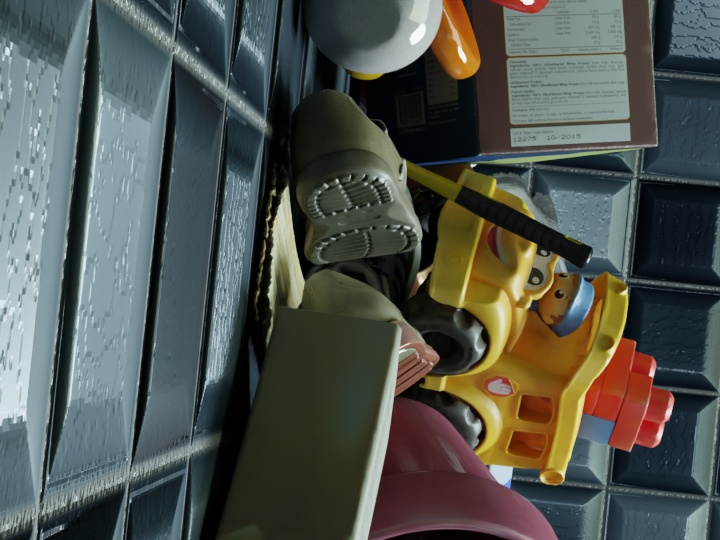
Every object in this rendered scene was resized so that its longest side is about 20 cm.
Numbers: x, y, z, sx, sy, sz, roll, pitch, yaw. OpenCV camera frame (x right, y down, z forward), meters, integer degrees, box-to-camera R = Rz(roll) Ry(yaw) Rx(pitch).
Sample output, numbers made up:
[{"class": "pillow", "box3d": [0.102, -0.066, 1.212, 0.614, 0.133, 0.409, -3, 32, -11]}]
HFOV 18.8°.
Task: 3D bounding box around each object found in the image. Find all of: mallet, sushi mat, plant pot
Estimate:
[{"class": "mallet", "box3d": [0.054, -0.051, 1.371, 0.041, 0.200, 0.066, -64, 173, 11]}, {"class": "sushi mat", "box3d": [-0.046, 0.017, 1.280, 0.200, 0.012, 0.096, 86, 11, -70]}, {"class": "plant pot", "box3d": [0.023, 0.181, 1.379, 0.179, 0.200, 0.200, -107, -163, -56]}]

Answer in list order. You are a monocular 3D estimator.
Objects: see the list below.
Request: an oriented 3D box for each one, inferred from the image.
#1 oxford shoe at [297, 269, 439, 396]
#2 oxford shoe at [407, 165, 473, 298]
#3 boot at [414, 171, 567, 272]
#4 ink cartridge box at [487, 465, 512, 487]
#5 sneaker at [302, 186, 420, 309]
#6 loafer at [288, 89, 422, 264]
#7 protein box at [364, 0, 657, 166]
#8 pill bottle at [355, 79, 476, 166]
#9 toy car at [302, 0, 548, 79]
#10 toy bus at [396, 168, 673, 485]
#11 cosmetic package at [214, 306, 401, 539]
[{"class": "oxford shoe", "box3d": [0.000, 0.041, 1.314, 0.074, 0.071, 0.200, 55, -8, 11]}, {"class": "oxford shoe", "box3d": [0.054, -0.040, 1.642, 0.200, 0.071, 0.071, -79, 168, -47]}, {"class": "boot", "box3d": [0.116, 0.004, 1.594, 0.200, 0.070, 0.132, 8, 62, -60]}, {"class": "ink cartridge box", "box3d": [0.068, 0.113, 1.719, 0.042, 0.119, 0.200, -34, 143, -38]}, {"class": "sneaker", "box3d": [0.000, 0.000, 1.464, 0.114, 0.075, 0.200, 94, 6, -66]}, {"class": "loafer", "box3d": [-0.004, -0.054, 1.295, 0.200, 0.076, 0.067, 89, -6, -76]}, {"class": "protein box", "box3d": [0.096, -0.176, 1.504, 0.199, 0.135, 0.200, 180, -93, -69]}, {"class": "pill bottle", "box3d": [0.055, -0.187, 1.744, 0.114, 0.114, 0.200, -78, 173, -61]}, {"class": "toy car", "box3d": [0.048, -0.210, 1.315, 0.175, 0.150, 0.200, -73, 168, -70]}, {"class": "toy bus", "box3d": [0.121, 0.050, 1.465, 0.200, 0.192, 0.136, 96, 11, -47]}, {"class": "cosmetic package", "box3d": [-0.031, 0.127, 1.144, 0.105, 0.071, 0.200, 95, 6, -45]}]
